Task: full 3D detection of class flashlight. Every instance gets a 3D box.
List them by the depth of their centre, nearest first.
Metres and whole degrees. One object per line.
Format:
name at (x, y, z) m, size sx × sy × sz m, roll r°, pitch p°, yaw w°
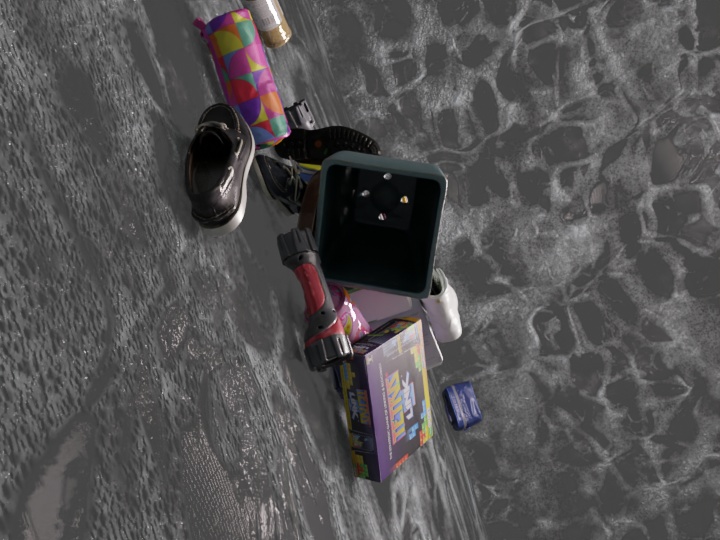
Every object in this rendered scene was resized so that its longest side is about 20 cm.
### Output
flashlight at (-0.072, 0.040, 1.096) m, size 0.068 × 0.066 × 0.204 m, roll 90°, pitch -20°, yaw -72°
flashlight at (-0.109, -0.246, 1.589) m, size 0.068 × 0.067 × 0.203 m, roll -49°, pitch 122°, yaw -42°

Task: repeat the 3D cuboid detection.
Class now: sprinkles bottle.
sprinkles bottle at (-0.209, -0.563, 1.589) m, size 0.201 × 0.067 × 0.069 m, roll 63°, pitch 11°, yaw -52°

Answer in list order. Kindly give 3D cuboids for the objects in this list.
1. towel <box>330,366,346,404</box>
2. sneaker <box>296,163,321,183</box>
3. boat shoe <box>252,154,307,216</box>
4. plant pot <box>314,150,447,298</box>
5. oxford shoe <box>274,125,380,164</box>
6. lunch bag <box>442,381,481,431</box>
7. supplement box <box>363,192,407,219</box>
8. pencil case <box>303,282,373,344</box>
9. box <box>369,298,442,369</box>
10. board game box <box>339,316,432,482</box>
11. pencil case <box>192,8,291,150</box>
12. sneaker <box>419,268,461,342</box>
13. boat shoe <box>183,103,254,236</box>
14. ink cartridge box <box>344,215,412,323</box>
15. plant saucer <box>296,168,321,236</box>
towel at (-0.015, 0.192, 1.333) m, size 0.202 × 0.023 × 0.147 m, roll 63°, pitch 10°, yaw -48°
sneaker at (-0.093, -0.155, 1.432) m, size 0.200 × 0.072 × 0.085 m, roll -114°, pitch -154°, yaw -85°
boat shoe at (-0.119, -0.139, 1.221) m, size 0.200 × 0.060 × 0.077 m, roll 52°, pitch 21°, yaw -68°
plant pot at (0.034, -0.097, 1.251) m, size 0.201 × 0.191 × 0.201 m, roll -75°, pitch 173°, yaw -68°
oxford shoe at (-0.057, -0.229, 1.421) m, size 0.084 × 0.194 × 0.075 m, roll -6°, pitch 105°, yaw -86°
lunch bag at (0.426, 0.588, 3.249) m, size 0.136 × 0.129 × 0.205 m, roll 94°, pitch -20°, yaw -68°
supplement box at (0.012, -0.081, 1.521) m, size 0.086 × 0.195 × 0.112 m, roll -97°, pitch 165°, yaw -64°
pencil case at (-0.015, 0.110, 1.216) m, size 0.201 × 0.086 × 0.089 m, roll 55°, pitch 16°, yaw -40°
box at (0.054, 0.112, 1.466) m, size 0.106 × 0.149 × 0.204 m, roll 67°, pitch 2°, yaw -78°
board game box at (0.044, 0.195, 1.184) m, size 0.164 × 0.056 × 0.206 m, roll -27°, pitch 113°, yaw -52°
pencil case at (-0.172, -0.278, 1.120) m, size 0.088 × 0.086 × 0.204 m, roll -70°, pitch 139°, yaw -78°
sneaker at (0.139, 0.030, 1.415) m, size 0.201 × 0.072 × 0.118 m, roll -106°, pitch 176°, yaw -62°
boat shoe at (-0.164, -0.130, 0.854) m, size 0.061 × 0.072 × 0.204 m, roll 69°, pitch 15°, yaw -48°
ink cartridge box at (0.000, 0.000, 1.381) m, size 0.202 × 0.142 × 0.089 m, roll -105°, pitch 177°, yaw -55°
plant saucer at (-0.072, -0.078, 1.262) m, size 0.200 × 0.033 × 0.206 m, roll 10°, pitch 89°, yaw -82°
